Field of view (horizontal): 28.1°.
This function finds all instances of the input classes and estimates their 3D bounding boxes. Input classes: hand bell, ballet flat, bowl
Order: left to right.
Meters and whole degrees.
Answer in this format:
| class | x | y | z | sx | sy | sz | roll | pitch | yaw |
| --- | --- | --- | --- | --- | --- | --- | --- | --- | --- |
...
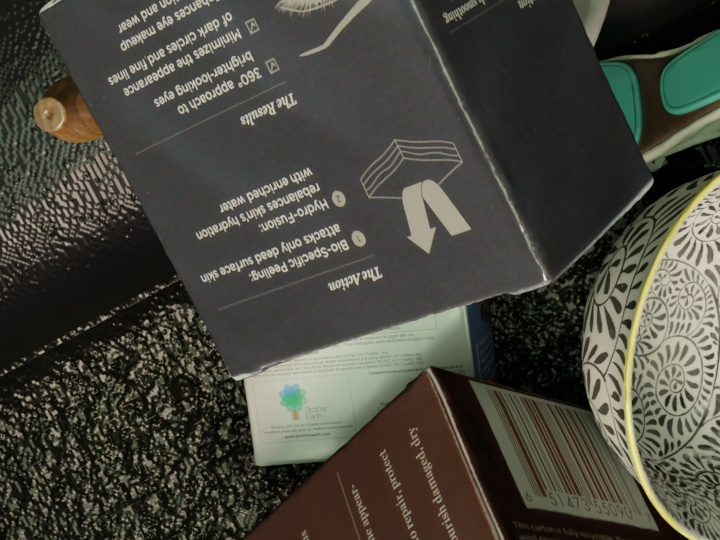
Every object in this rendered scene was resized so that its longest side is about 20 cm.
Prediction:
| class | x | y | z | sx | sy | sz | roll | pitch | yaw |
| --- | --- | --- | --- | --- | --- | --- | --- | --- | --- |
| hand bell | -0.124 | -0.088 | 0.754 | 0.103 | 0.200 | 0.105 | 2 | 101 | 12 |
| ballet flat | 0.163 | -0.083 | 0.755 | 0.199 | 0.069 | 0.070 | -18 | 96 | 41 |
| bowl | 0.178 | 0.034 | 0.749 | 0.094 | 0.199 | 0.203 | 15 | 108 | 55 |

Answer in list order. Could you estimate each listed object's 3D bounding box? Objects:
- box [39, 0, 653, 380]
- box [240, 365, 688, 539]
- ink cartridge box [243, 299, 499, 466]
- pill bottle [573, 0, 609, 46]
| class | x | y | z | sx | sy | sz | roll | pitch | yaw |
| --- | --- | --- | --- | --- | --- | --- | --- | --- | --- |
| box | -0.008 | -0.079 | 0.652 | 0.196 | 0.117 | 0.201 | -18 | 103 | 41 |
| box | 0.053 | 0.182 | 0.734 | 0.200 | 0.165 | 0.165 | -46 | 49 | 28 |
| ink cartridge box | 0.000 | 0.000 | 0.807 | 0.135 | 0.076 | 0.202 | -5 | 101 | 13 |
| pill bottle | 0.020 | -0.154 | 0.747 | 0.199 | 0.114 | 0.115 | 29 | 105 | 19 |
